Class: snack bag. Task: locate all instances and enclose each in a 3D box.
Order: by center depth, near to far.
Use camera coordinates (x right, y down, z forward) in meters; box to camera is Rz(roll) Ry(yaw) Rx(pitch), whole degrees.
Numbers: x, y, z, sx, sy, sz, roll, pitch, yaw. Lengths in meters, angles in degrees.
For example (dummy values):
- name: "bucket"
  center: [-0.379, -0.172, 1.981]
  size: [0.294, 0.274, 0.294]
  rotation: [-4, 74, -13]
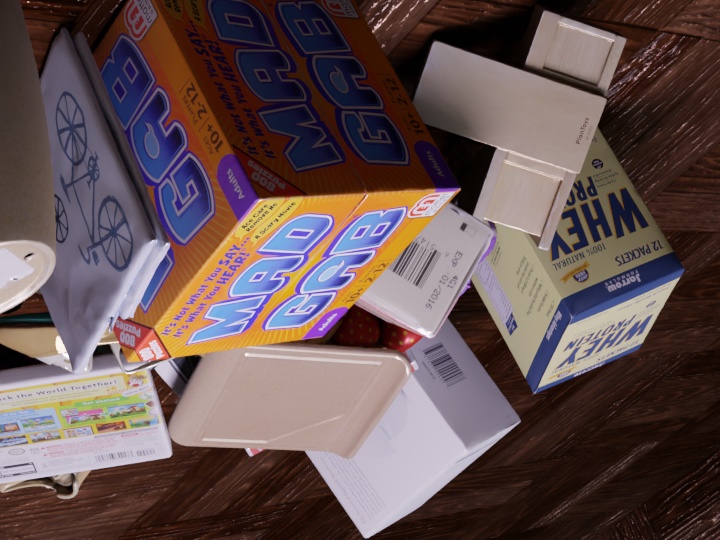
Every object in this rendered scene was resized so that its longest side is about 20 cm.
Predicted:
- name: "snack bag"
  center: [-0.205, -0.042, 1.226]
  size: [0.021, 0.189, 0.200]
  rotation: [-11, 153, -33]

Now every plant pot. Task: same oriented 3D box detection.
- name: "plant pot"
  center: [-0.272, -0.074, 1.066]
  size: [0.186, 0.201, 0.188]
  rotation: [-23, 157, -11]

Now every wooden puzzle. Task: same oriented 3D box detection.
- name: "wooden puzzle"
  center: [-0.072, 0.120, 1.651]
  size: [0.199, 0.037, 0.185]
  rotation: [9, 141, -20]

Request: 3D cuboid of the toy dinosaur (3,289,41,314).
- name: "toy dinosaur"
  center: [-0.249, -0.006, 1.430]
  size: [0.199, 0.078, 0.102]
  rotation: [-2, 166, 26]

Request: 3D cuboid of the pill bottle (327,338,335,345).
- name: "pill bottle"
  center: [-0.040, 0.050, 1.723]
  size: [0.199, 0.113, 0.113]
  rotation: [-25, 158, -8]

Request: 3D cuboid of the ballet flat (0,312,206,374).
- name: "ballet flat"
  center: [-0.224, 0.062, 1.473]
  size: [0.199, 0.064, 0.069]
  rotation: [-6, -176, -15]

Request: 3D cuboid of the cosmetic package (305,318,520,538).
- name: "cosmetic package"
  center: [0.037, 0.157, 1.910]
  size: [0.123, 0.200, 0.200]
  rotation: [-20, 160, -51]

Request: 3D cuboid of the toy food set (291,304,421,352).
- name: "toy food set"
  center: [0.000, 0.000, 1.623]
  size: [0.199, 0.049, 0.199]
  rotation: [17, 107, -19]

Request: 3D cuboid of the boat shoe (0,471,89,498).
- name: "boat shoe"
  center: [-0.319, 0.208, 1.793]
  size: [0.199, 0.076, 0.072]
  rotation: [-1, 146, -49]

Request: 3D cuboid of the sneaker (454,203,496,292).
- name: "sneaker"
  center: [0.092, -0.012, 1.782]
  size: [0.083, 0.081, 0.200]
  rotation: [-3, 160, -28]

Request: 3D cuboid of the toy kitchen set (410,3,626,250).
- name: "toy kitchen set"
  center: [0.116, -0.155, 1.542]
  size: [0.162, 0.181, 0.201]
  rotation: [17, 104, -10]

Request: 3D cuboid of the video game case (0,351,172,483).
- name: "video game case"
  center: [-0.289, 0.142, 1.600]
  size: [0.198, 0.023, 0.182]
  rotation: [-8, 146, -2]

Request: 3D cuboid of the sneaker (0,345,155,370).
- name: "sneaker"
  center: [-0.266, 0.080, 1.584]
  size: [0.199, 0.075, 0.088]
  rotation: [-31, 153, 10]

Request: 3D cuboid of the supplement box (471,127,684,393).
- name: "supplement box"
  center: [0.209, -0.015, 1.754]
  size: [0.134, 0.201, 0.200]
  rotation: [-22, 157, -16]

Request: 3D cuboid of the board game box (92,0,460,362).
- name: "board game box"
  center: [-0.090, -0.077, 1.268]
  size: [0.199, 0.201, 0.200]
  rotation: [-6, 149, -44]

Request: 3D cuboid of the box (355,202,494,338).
- name: "box"
  center: [0.019, -0.022, 1.475]
  size: [0.109, 0.127, 0.200]
  rotation: [-60, -172, -3]

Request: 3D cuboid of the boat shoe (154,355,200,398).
- name: "boat shoe"
  center: [-0.170, 0.082, 1.710]
  size: [0.067, 0.072, 0.200]
  rotation: [-27, 151, 2]

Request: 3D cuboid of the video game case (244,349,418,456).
- name: "video game case"
  center: [-0.052, 0.098, 1.783]
  size: [0.199, 0.143, 0.017]
  rotation: [-28, 136, -1]
